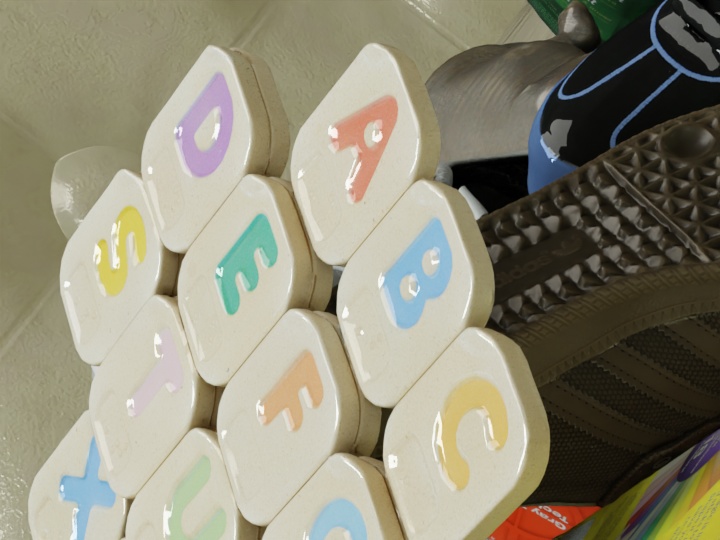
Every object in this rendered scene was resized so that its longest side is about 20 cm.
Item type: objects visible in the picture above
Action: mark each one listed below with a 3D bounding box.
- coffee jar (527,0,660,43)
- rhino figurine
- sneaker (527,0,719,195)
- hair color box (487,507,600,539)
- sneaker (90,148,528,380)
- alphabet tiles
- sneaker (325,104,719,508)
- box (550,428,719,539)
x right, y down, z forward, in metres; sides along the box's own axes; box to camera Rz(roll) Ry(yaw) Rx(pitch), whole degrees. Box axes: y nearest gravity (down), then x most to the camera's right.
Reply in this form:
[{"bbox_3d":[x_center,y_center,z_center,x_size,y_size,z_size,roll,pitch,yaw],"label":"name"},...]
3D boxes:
[{"bbox_3d":[0.114,-0.146,1.001,0.104,0.085,0.200,-37,-8,-10],"label":"coffee jar"},{"bbox_3d":[0.053,-0.053,0.998,0.087,0.060,0.200,-33,18,-27],"label":"rhino figurine"},{"bbox_3d":[0.126,-0.084,0.773,0.200,0.070,0.078,-32,-38,-17],"label":"sneaker"},{"bbox_3d":[0.088,0.022,0.874,0.102,0.061,0.200,-54,2,-31],"label":"hair color box"},{"bbox_3d":[0.000,0.000,0.830,0.082,0.075,0.200,-41,-8,40],"label":"sneaker"},{"bbox_3d":[-0.028,0.050,0.680,0.196,0.015,0.201,-49,47,39],"label":"alphabet tiles"},{"bbox_3d":[0.072,0.016,0.730,0.199,0.076,0.071,-18,42,-9],"label":"sneaker"},{"bbox_3d":[0.062,0.094,0.629,0.117,0.048,0.200,-54,1,-25],"label":"box"}]
